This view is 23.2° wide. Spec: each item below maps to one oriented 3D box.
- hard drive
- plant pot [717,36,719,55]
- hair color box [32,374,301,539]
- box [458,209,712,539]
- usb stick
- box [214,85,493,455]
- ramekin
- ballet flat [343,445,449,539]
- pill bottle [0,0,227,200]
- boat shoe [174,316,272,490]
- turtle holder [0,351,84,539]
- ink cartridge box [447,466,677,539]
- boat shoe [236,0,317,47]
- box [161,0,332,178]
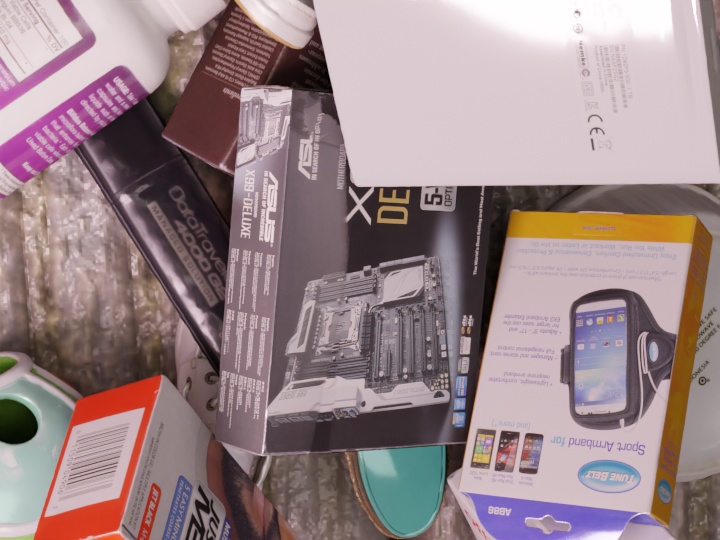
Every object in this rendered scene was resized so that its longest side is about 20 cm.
[{"bbox_3d":[0.078,-0.105,0.877,0.200,0.026,0.132,1,119,26],"label":"hard drive"},{"bbox_3d":[0.106,-0.152,0.957,0.134,0.200,0.200,-28,108,13],"label":"plant pot"},{"bbox_3d":[-0.091,0.167,0.973,0.064,0.111,0.200,-16,129,23],"label":"hair color box"},{"bbox_3d":[0.129,0.065,1.016,0.041,0.119,0.200,34,64,-57],"label":"box"},{"bbox_3d":[-0.102,-0.016,1.028,0.055,0.033,0.200,-32,88,-19],"label":"usb stick"},{"bbox_3d":[0.000,0.000,0.994,0.157,0.050,0.201,2,95,-41],"label":"box"},{"bbox_3d":[0.192,0.044,1.122,0.202,0.094,0.203,-3,101,-16],"label":"ramekin"},{"bbox_3d":[0.009,0.067,1.089,0.070,0.065,0.200,-14,106,-19],"label":"ballet flat"},{"bbox_3d":[-0.177,-0.123,0.964,0.200,0.112,0.112,-35,108,1],"label":"pill bottle"},{"bbox_3d":[-0.077,0.087,1.065,0.071,0.069,0.200,4,99,-17],"label":"boat shoe"},{"bbox_3d":[-0.225,0.127,0.992,0.185,0.141,0.132,-17,106,-12],"label":"turtle holder"},{"bbox_3d":[0.148,0.206,1.081,0.084,0.145,0.200,-33,129,-8],"label":"ink cartridge box"},{"bbox_3d":[-0.050,-0.213,0.949,0.069,0.200,0.071,-32,148,23],"label":"boat shoe"},{"bbox_3d":[-0.020,-0.139,1.024,0.100,0.075,0.200,27,90,-44],"label":"box"}]
